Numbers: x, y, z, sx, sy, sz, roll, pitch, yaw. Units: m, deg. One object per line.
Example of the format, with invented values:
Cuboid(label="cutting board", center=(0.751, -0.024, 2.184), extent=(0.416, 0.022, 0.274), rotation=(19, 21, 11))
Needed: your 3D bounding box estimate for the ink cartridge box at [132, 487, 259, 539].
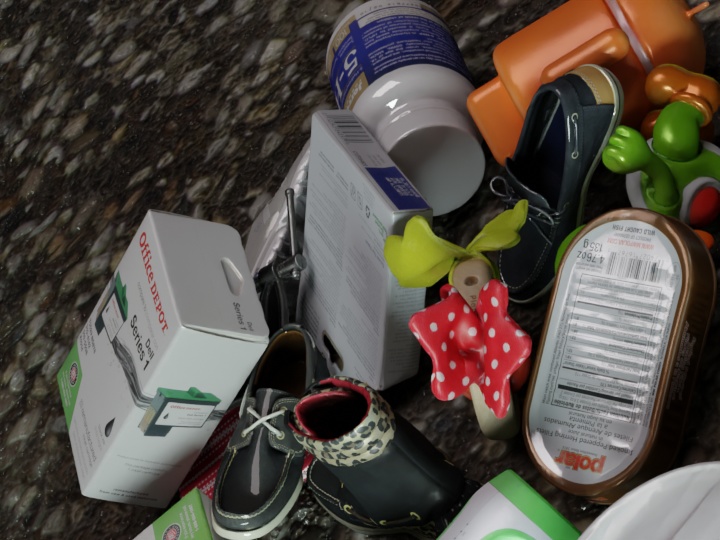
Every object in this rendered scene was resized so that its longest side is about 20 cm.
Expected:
Cuboid(label="ink cartridge box", center=(-0.160, 0.287, 1.445), extent=(0.200, 0.084, 0.146), rotation=(-40, 33, 10))

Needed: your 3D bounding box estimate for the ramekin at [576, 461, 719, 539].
Cuboid(label="ramekin", center=(0.203, 0.218, 1.095), extent=(0.202, 0.094, 0.203), rotation=(-29, 37, 25))

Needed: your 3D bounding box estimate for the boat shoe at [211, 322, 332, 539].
Cuboid(label="boat shoe", center=(-0.073, 0.124, 1.475), extent=(0.071, 0.068, 0.201), rotation=(3, 40, 18))

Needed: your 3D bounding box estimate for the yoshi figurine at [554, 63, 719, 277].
Cuboid(label="yoshi figurine", center=(0.196, -0.047, 1.381), extent=(0.112, 0.112, 0.201), rotation=(-24, 40, 50))

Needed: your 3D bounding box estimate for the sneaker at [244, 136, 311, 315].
Cuboid(label="sneaker", center=(-0.062, -0.055, 1.701), extent=(0.082, 0.075, 0.201), rotation=(5, 60, 49))

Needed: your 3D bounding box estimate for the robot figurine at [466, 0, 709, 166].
Cuboid(label="robot figurine", center=(0.182, -0.156, 1.486), extent=(0.199, 0.144, 0.117), rotation=(-30, 47, 11))

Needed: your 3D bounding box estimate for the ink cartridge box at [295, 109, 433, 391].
Cuboid(label="ink cartridge box", center=(0.000, 0.000, 1.537), extent=(0.200, 0.040, 0.201), rotation=(-125, 37, -56))

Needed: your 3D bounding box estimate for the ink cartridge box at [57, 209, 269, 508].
Cuboid(label="ink cartridge box", center=(-0.166, 0.072, 1.568), extent=(0.201, 0.084, 0.147), rotation=(-58, 35, 31))

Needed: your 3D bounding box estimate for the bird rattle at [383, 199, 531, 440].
Cuboid(label="bird rattle", center=(0.093, 0.045, 1.351), extent=(0.112, 0.164, 0.201), rotation=(-18, 37, 2))

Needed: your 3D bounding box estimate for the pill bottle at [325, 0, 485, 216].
Cuboid(label="pill bottle", center=(0.042, -0.138, 1.631), extent=(0.119, 0.120, 0.201), rotation=(-37, 34, 14))

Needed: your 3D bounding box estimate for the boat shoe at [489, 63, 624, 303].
Cuboid(label="boat shoe", center=(0.134, -0.062, 1.419), extent=(0.075, 0.062, 0.201), rotation=(46, 132, 36))

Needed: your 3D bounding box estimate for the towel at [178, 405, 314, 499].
Cuboid(label="towel", center=(-0.097, 0.138, 1.589), extent=(0.144, 0.022, 0.200), rotation=(-41, 34, 10))

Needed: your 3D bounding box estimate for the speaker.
Cuboid(label="speaker", center=(0.059, 0.229, 1.255), extent=(0.200, 0.088, 0.088), rotation=(-48, 33, -2))

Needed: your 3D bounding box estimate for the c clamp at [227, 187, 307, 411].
Cuboid(label="c clamp", center=(-0.114, 0.048, 1.634), extent=(0.199, 0.027, 0.172), rotation=(-33, 49, 32))

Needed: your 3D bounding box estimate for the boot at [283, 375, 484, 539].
Cuboid(label="boot", center=(-0.003, 0.129, 1.369), extent=(0.203, 0.154, 0.074), rotation=(11, 63, 54))

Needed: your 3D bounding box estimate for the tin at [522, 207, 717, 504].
Cuboid(label="tin", center=(0.171, 0.056, 1.286), extent=(0.111, 0.042, 0.202), rotation=(10, 85, 42))
